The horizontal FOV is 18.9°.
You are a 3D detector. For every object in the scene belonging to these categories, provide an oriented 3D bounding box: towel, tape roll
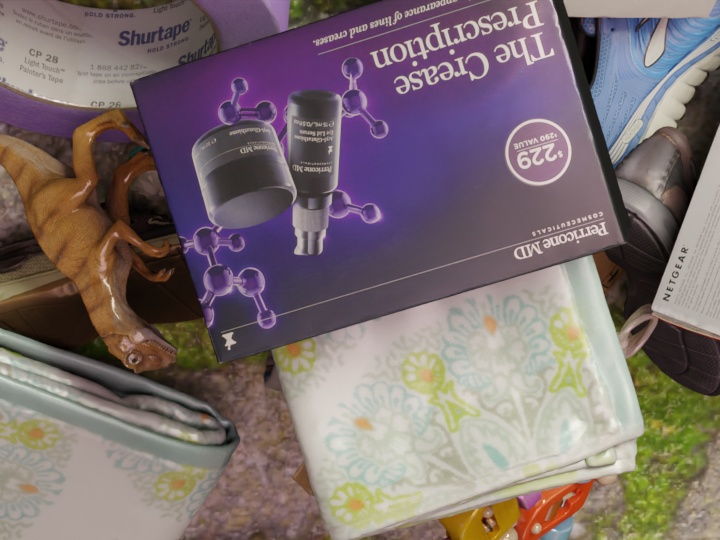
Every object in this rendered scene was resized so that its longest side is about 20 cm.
[{"bbox_3d":[-0.191,0.115,1.203,0.199,0.048,0.171,23,125,-19],"label":"towel"},{"bbox_3d":[0.037,0.023,1.088,0.170,0.048,0.201,-17,88,9],"label":"towel"},{"bbox_3d":[-0.134,-0.142,1.081,0.199,0.066,0.200,3,152,2],"label":"tape roll"}]

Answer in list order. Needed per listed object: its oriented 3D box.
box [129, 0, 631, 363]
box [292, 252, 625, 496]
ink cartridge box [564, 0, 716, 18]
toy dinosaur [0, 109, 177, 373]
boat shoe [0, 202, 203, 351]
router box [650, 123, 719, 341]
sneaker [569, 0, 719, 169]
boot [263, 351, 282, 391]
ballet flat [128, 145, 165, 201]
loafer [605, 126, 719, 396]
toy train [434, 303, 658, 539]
[{"bbox_3d":[0.012,-0.053,1.017,0.199,0.079,0.142,-17,97,10],"label":"box"},{"bbox_3d":[0.060,0.050,1.196,0.021,0.163,0.200,43,98,24],"label":"box"},{"bbox_3d":[0.114,-0.213,1.087,0.199,0.129,0.125,-2,153,-13],"label":"ink cartridge box"},{"bbox_3d":[-0.152,-0.037,1.117,0.106,0.060,0.200,-41,64,4],"label":"toy dinosaur"},{"bbox_3d":[-0.129,-0.007,1.175,0.199,0.065,0.073,-14,144,5],"label":"boat shoe"},{"bbox_3d":[0.244,-0.048,1.161,0.179,0.049,0.201,20,91,-57],"label":"router box"},{"bbox_3d":[0.160,-0.144,1.181,0.089,0.079,0.200,30,102,-18],"label":"sneaker"},{"bbox_3d":[0.000,0.000,1.185,0.095,0.074,0.201,10,126,-6],"label":"boot"},{"bbox_3d":[-0.029,-0.070,1.174,0.199,0.072,0.072,-23,110,0],"label":"ballet flat"},{"bbox_3d":[0.182,-0.002,1.208,0.063,0.072,0.200,-54,144,-18],"label":"loafer"},{"bbox_3d":[0.094,0.092,1.216,0.150,0.056,0.200,-30,149,-34],"label":"toy train"}]
